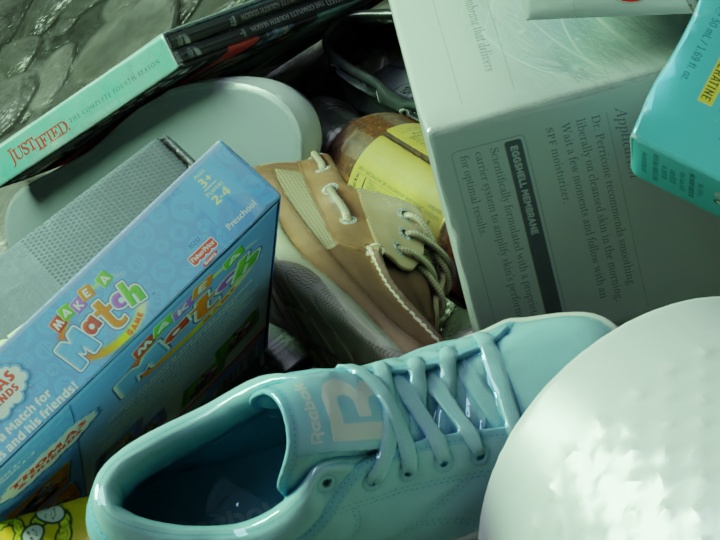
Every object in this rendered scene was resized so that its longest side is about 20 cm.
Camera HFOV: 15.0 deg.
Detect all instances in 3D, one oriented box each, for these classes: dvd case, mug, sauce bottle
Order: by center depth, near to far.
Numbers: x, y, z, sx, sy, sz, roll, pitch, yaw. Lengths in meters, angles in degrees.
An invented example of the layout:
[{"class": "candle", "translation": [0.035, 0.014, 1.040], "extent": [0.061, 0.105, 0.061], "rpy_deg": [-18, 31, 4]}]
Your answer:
[{"class": "mug", "translation": [0.165, 0.105, 0.883], "extent": [0.200, 0.148, 0.175], "rpy_deg": [-19, 35, -20]}, {"class": "sauce bottle", "translation": [0.024, -0.037, 1.255], "extent": [0.066, 0.066, 0.200], "rpy_deg": [-45, 31, -4]}, {"class": "dvd case", "translation": [-0.078, -0.101, 1.360], "extent": [0.146, 0.022, 0.200], "rpy_deg": [-29, -2, 40]}]

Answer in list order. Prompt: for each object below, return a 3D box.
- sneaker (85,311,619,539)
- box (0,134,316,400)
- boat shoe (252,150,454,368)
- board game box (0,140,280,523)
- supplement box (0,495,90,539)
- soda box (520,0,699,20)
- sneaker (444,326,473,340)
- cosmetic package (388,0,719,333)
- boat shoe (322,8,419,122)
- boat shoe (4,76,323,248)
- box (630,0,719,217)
[{"class": "sneaker", "translation": [0.003, 0.061, 0.916], "extent": [0.200, 0.082, 0.074], "rpy_deg": [-24, 67, -2]}, {"class": "box", "translation": [-0.116, 0.051, 1.198], "extent": [0.200, 0.051, 0.158], "rpy_deg": [-37, 50, -10]}, {"class": "boat shoe", "translation": [0.000, 0.000, 1.095], "extent": [0.072, 0.076, 0.200], "rpy_deg": [-30, 36, -11]}, {"class": "board game box", "translation": [-0.095, 0.043, 1.040], "extent": [0.151, 0.037, 0.200], "rpy_deg": [-44, -9, -15]}, {"class": "supplement box", "translation": [-0.048, 0.137, 0.997], "extent": [0.200, 0.110, 0.109], "rpy_deg": [-17, 67, 3]}, {"class": "soda box", "translation": [0.114, -0.169, 1.040], "extent": [0.068, 0.064, 0.200], "rpy_deg": [-1, 31, 23]}, {"class": "sneaker", "translation": [0.030, 0.101, 1.097], "extent": [0.200, 0.075, 0.106], "rpy_deg": [-29, 52, 7]}, {"class": "cosmetic package", "translation": [0.119, -0.088, 1.105], "extent": [0.200, 0.123, 0.200], "rpy_deg": [-15, 36, 1]}, {"class": "boat shoe", "translation": [0.052, -0.096, 1.291], "extent": [0.075, 0.066, 0.199], "rpy_deg": [-50, 33, -15]}, {"class": "boat shoe", "translation": [-0.080, -0.047, 1.334], "extent": [0.202, 0.075, 0.086], "rpy_deg": [-26, 0, 40]}, {"class": "box", "translation": [0.199, -0.031, 0.949], "extent": [0.200, 0.049, 0.082], "rpy_deg": [27, 81, 12]}]
